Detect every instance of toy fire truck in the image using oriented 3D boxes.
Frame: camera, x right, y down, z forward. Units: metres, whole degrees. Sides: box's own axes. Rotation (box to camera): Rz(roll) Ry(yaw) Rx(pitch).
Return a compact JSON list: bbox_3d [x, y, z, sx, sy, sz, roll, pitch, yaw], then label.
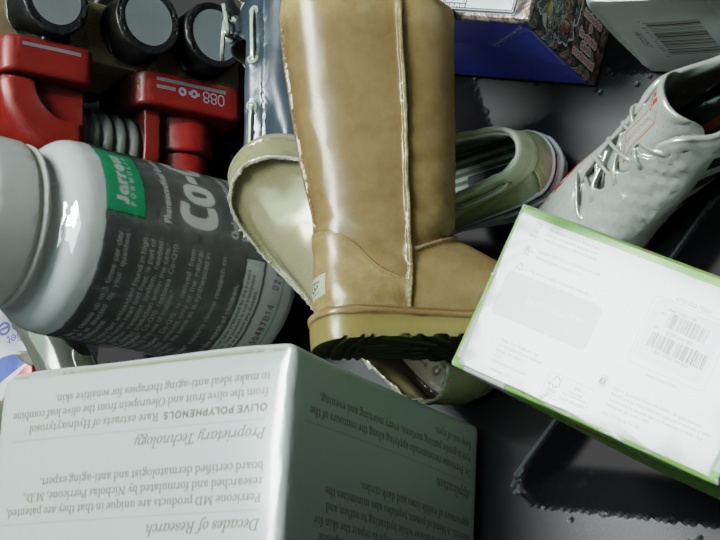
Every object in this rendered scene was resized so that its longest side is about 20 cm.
[{"bbox_3d":[-0.170,-0.066,1.121,0.128,0.175,0.202,-23,65,50],"label":"toy fire truck"}]

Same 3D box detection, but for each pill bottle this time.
[{"bbox_3d":[-0.145,-0.012,1.039,0.113,0.199,0.114,-20,64,49],"label":"pill bottle"}]

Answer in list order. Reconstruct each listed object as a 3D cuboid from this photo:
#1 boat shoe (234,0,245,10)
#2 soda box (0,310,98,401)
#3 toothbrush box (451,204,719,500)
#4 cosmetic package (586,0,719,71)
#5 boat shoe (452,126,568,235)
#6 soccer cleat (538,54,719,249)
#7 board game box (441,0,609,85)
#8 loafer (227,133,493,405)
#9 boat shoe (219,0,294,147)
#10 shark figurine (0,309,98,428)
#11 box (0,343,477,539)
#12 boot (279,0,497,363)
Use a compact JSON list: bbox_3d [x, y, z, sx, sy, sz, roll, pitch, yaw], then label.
[{"bbox_3d":[-0.029,-0.258,1.161,0.201,0.057,0.067,-52,55,6],"label":"boat shoe"},{"bbox_3d":[-0.219,0.094,1.154,0.063,0.068,0.202,-7,69,30],"label":"soda box"},{"bbox_3d":[0.159,0.056,0.847,0.145,0.200,0.087,23,85,36],"label":"toothbrush box"},{"bbox_3d":[0.188,-0.224,0.987,0.073,0.101,0.202,1,73,31],"label":"cosmetic package"},{"bbox_3d":[0.025,-0.045,1.050,0.198,0.062,0.073,-21,64,26],"label":"boat shoe"},{"bbox_3d":[0.161,-0.064,0.957,0.199,0.085,0.069,-34,59,18],"label":"soccer cleat"},{"bbox_3d":[0.077,-0.227,1.059,0.158,0.097,0.202,10,79,34],"label":"board game box"},{"bbox_3d":[0.000,0.000,0.997,0.200,0.068,0.076,41,114,6],"label":"loafer"},{"bbox_3d":[-0.054,-0.136,1.088,0.061,0.075,0.202,-12,68,9],"label":"boat shoe"},{"bbox_3d":[-0.193,0.053,1.081,0.216,0.128,0.089,58,152,0],"label":"shark figurine"},{"bbox_3d":[-0.066,0.153,0.956,0.198,0.198,0.173,-9,69,31],"label":"box"},{"bbox_3d":[0.045,-0.054,0.953,0.066,0.173,0.202,143,128,-63],"label":"boot"}]
